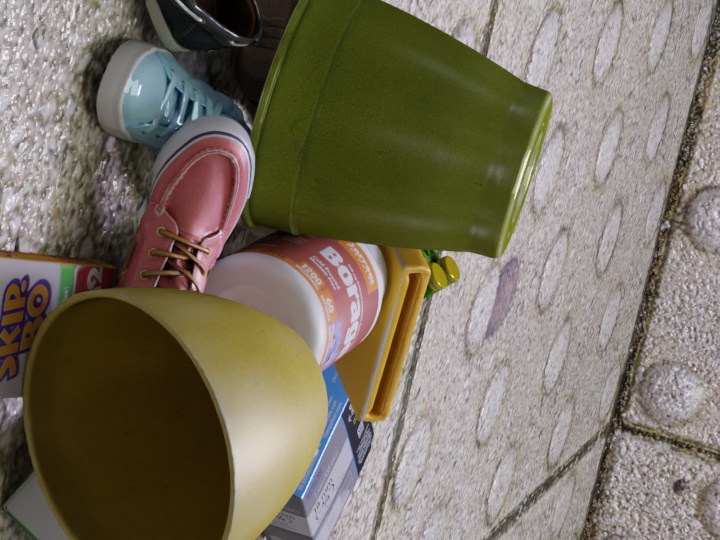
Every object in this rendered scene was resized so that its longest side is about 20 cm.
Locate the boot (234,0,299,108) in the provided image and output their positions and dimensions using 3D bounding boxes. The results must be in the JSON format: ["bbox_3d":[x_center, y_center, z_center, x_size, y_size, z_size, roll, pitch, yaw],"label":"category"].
[{"bbox_3d":[-0.051,-0.218,1.518,0.166,0.072,0.201,81,28,-76],"label":"boot"}]

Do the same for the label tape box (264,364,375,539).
[{"bbox_3d":[-0.050,0.166,1.822,0.200,0.063,0.145,77,34,-57],"label":"label tape box"}]

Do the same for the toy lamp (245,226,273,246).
[{"bbox_3d":[-0.090,-0.001,1.579,0.058,0.058,0.201,-34,140,-62],"label":"toy lamp"}]

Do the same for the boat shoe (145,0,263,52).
[{"bbox_3d":[-0.121,-0.219,1.270,0.072,0.067,0.200,-67,153,-25],"label":"boat shoe"}]

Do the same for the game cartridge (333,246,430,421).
[{"bbox_3d":[0.000,0.000,1.650,0.200,0.032,0.177,-112,-152,-45],"label":"game cartridge"}]

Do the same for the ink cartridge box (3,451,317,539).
[{"bbox_3d":[-0.141,0.153,1.396,0.083,0.147,0.200,-46,-179,36],"label":"ink cartridge box"}]

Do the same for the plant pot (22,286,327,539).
[{"bbox_3d":[-0.105,0.097,1.255,0.142,0.200,0.201,-16,123,-47],"label":"plant pot"}]

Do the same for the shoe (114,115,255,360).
[{"bbox_3d":[-0.126,-0.007,1.328,0.091,0.071,0.200,-97,-150,-49],"label":"shoe"}]

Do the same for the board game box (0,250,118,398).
[{"bbox_3d":[-0.226,0.036,1.264,0.200,0.030,0.096,8,99,-69],"label":"board game box"}]

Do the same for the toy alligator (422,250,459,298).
[{"bbox_3d":[0.052,0.007,2.004,0.054,0.059,0.200,63,25,1],"label":"toy alligator"}]

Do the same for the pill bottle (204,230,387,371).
[{"bbox_3d":[-0.049,0.023,1.469,0.200,0.112,0.113,-33,137,-67],"label":"pill bottle"}]

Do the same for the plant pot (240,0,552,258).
[{"bbox_3d":[0.035,-0.097,1.412,0.200,0.192,0.201,19,90,-83],"label":"plant pot"}]

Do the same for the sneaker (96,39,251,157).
[{"bbox_3d":[-0.118,-0.109,1.354,0.200,0.082,0.074,29,77,-71],"label":"sneaker"}]
